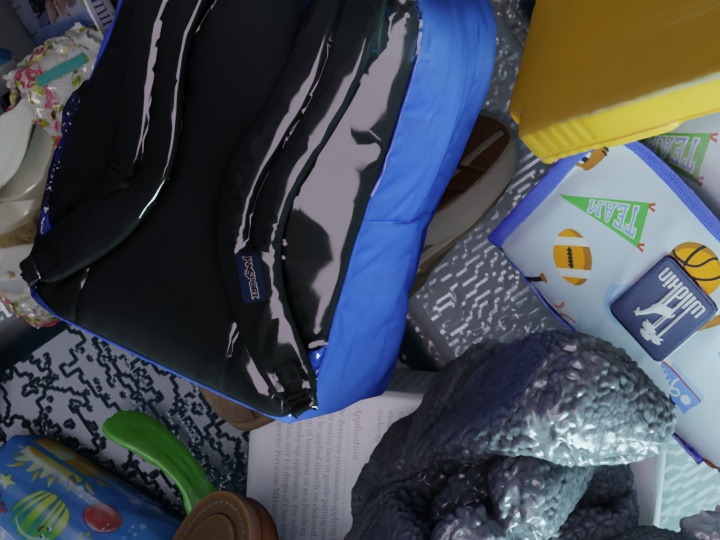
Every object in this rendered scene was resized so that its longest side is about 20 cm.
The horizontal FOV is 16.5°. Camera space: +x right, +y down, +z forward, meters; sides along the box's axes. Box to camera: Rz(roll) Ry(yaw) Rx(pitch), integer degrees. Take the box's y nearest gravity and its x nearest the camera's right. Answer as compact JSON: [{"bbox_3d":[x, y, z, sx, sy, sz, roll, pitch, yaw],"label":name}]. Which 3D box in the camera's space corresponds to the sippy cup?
[{"bbox_3d":[-0.146,0.155,1.245,0.130,0.140,0.178,38,83,13],"label":"sippy cup"}]

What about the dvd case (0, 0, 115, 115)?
[{"bbox_3d":[-0.169,-0.119,1.216,0.143,0.018,0.200,-23,95,51],"label":"dvd case"}]

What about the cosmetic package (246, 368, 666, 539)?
[{"bbox_3d":[0.048,0.105,1.222,0.199,0.071,0.102,6,98,10],"label":"cosmetic package"}]

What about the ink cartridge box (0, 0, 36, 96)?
[{"bbox_3d":[-0.274,-0.096,1.150,0.200,0.129,0.125,-32,86,8],"label":"ink cartridge box"}]

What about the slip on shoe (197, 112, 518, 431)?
[{"bbox_3d":[0.000,0.000,1.193,0.076,0.061,0.200,28,60,35],"label":"slip on shoe"}]

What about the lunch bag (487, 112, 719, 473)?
[{"bbox_3d":[0.182,-0.026,1.142,0.200,0.124,0.170,-44,86,7],"label":"lunch bag"}]

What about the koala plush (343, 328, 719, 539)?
[{"bbox_3d":[0.103,0.141,1.115,0.200,0.184,0.178,33,84,-14],"label":"koala plush"}]

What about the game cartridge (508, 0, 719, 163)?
[{"bbox_3d":[0.163,-0.140,1.088,0.200,0.177,0.032,-16,135,41],"label":"game cartridge"}]

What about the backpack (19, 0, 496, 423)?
[{"bbox_3d":[-0.034,-0.063,1.067,0.162,0.168,0.200,21,106,18],"label":"backpack"}]

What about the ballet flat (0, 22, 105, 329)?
[{"bbox_3d":[-0.161,-0.040,1.191,0.076,0.064,0.200,49,141,24],"label":"ballet flat"}]

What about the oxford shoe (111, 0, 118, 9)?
[{"bbox_3d":[-0.094,-0.103,1.215,0.200,0.075,0.070,43,104,2],"label":"oxford shoe"}]

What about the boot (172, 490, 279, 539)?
[{"bbox_3d":[-0.019,0.188,1.184,0.154,0.074,0.200,-6,114,-32],"label":"boot"}]
